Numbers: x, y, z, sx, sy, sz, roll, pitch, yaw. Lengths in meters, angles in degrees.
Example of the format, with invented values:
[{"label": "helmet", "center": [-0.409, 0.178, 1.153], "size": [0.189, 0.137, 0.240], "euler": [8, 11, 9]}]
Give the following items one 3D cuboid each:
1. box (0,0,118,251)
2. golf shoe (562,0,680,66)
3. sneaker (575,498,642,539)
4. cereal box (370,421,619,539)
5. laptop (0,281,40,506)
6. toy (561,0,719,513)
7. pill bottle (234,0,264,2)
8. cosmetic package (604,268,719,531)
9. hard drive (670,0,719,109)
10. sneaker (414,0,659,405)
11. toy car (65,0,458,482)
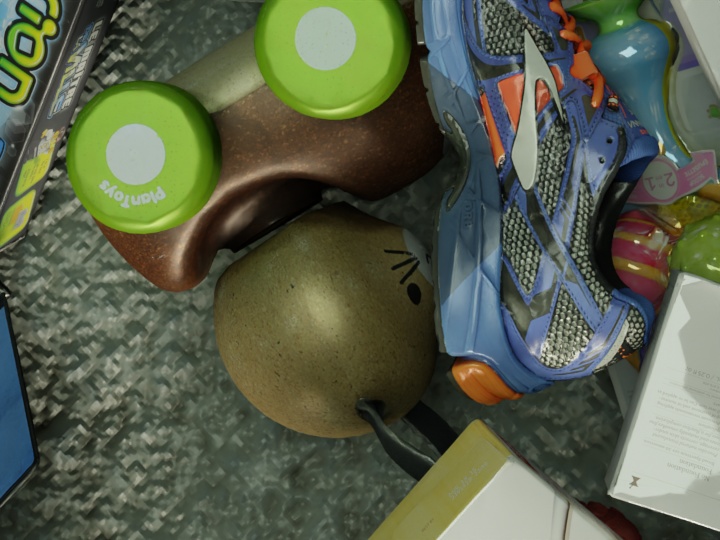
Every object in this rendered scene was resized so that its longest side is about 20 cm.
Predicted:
[{"label": "box", "center": [-0.153, -0.115, 1.046], "size": [0.110, 0.035, 0.201], "euler": [33, 121, 13]}, {"label": "golf shoe", "center": [0.162, -0.074, 1.012], "size": [0.198, 0.078, 0.098], "euler": [-3, 89, 11]}, {"label": "sneaker", "center": [0.023, 0.149, 1.018], "size": [0.199, 0.078, 0.083], "euler": [-29, 83, 16]}, {"label": "cereal box", "center": [0.065, 0.167, 0.957], "size": [0.200, 0.040, 0.144], "euler": [39, 94, -28]}, {"label": "laptop", "center": [-0.235, 0.059, 1.035], "size": [0.200, 0.116, 0.187], "euler": [46, 102, 5]}, {"label": "toy", "center": [0.115, -0.008, 0.971], "size": [0.115, 0.047, 0.201], "euler": [-14, 93, 42]}, {"label": "pill bottle", "center": [-0.036, -0.214, 1.044], "size": [0.110, 0.111, 0.202], "euler": [-10, 82, 10]}, {"label": "cosmetic package", "center": [0.191, 0.068, 0.914], "size": [0.199, 0.051, 0.083], "euler": [19, 92, 2]}, {"label": "hard drive", "center": [0.209, -0.114, 0.910], "size": [0.199, 0.026, 0.132], "euler": [-27, 104, 2]}, {"label": "sneaker", "center": [0.068, -0.055, 0.936], "size": [0.078, 0.075, 0.202], "euler": [-5, 88, 18]}, {"label": "toy car", "center": [0.000, 0.000, 0.996], "size": [0.157, 0.164, 0.201], "euler": [-30, 89, 7]}]
